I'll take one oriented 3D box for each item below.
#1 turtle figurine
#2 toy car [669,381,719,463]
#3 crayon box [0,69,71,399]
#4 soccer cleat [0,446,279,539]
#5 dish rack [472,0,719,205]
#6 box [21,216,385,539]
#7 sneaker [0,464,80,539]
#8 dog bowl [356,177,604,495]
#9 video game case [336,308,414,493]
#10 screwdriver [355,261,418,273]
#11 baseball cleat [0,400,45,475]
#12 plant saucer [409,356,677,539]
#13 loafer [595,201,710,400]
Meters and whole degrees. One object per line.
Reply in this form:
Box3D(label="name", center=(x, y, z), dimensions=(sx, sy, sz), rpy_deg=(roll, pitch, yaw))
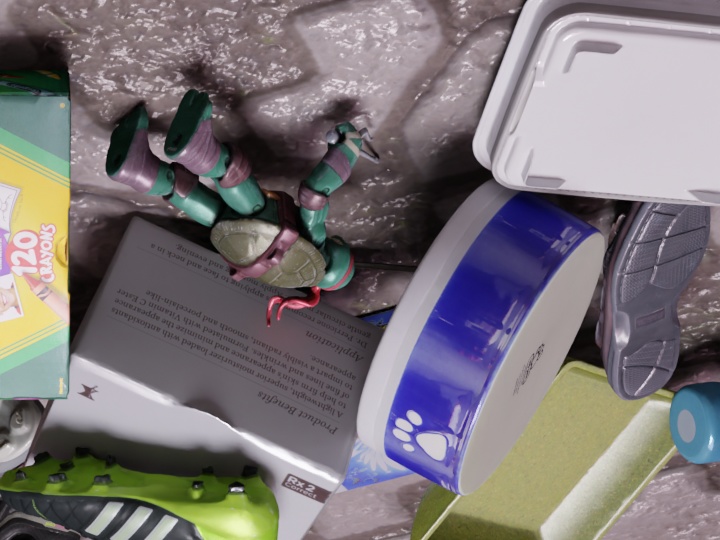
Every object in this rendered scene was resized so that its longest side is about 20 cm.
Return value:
Box3D(label="turtle figurine", center=(-0.059, -0.042, 1.512), dimensions=(0.149, 0.101, 0.200), rpy_deg=(-30, 135, 34))
Box3D(label="toy car", center=(0.354, 0.068, 1.730), dimensions=(0.183, 0.177, 0.201), rpy_deg=(-5, 121, -25))
Box3D(label="crayon box", center=(-0.237, -0.022, 1.449), dimensions=(0.118, 0.058, 0.201), rpy_deg=(0, 111, -8))
Box3D(label="soccer cleat", center=(-0.148, 0.166, 1.554), dimensions=(0.199, 0.068, 0.082), rpy_deg=(5, 109, 20))
Box3D(label="dish rack", center=(0.182, -0.101, 1.475), dimensions=(0.199, 0.044, 0.172), rpy_deg=(5, 138, -14))
Box3D(label="box", center=(-0.112, 0.100, 1.631), dimensions=(0.198, 0.131, 0.200), rpy_deg=(25, 142, -6))
Box3D(label="sneaker", center=(-0.295, 0.221, 1.892), dimensions=(0.199, 0.088, 0.074), rpy_deg=(-25, 143, 28))
Box3D(label="dog bowl", center=(0.081, 0.044, 1.560), dimensions=(0.079, 0.200, 0.200), rpy_deg=(28, 151, 15))
Box3D(label="video game case", center=(0.023, 0.097, 1.786), dimensions=(0.199, 0.046, 0.181), rpy_deg=(-16, 147, 15))
Box3D(label="screwdriver", center=(0.000, 0.000, 1.641), dimensions=(0.199, 0.028, 0.029), rpy_deg=(9, 117, -17))
Box3D(label="baseball cleat", center=(-0.293, 0.138, 1.795), dimensions=(0.199, 0.070, 0.106), rpy_deg=(-16, 154, 33))
Box3D(label="plant saucer", center=(0.142, 0.144, 1.793), dimensions=(0.200, 0.048, 0.200), rpy_deg=(19, 115, -48))
Box3D(label="loafer", center=(0.192, 0.001, 1.642), dimensions=(0.072, 0.063, 0.201), rpy_deg=(-14, 134, -21))
